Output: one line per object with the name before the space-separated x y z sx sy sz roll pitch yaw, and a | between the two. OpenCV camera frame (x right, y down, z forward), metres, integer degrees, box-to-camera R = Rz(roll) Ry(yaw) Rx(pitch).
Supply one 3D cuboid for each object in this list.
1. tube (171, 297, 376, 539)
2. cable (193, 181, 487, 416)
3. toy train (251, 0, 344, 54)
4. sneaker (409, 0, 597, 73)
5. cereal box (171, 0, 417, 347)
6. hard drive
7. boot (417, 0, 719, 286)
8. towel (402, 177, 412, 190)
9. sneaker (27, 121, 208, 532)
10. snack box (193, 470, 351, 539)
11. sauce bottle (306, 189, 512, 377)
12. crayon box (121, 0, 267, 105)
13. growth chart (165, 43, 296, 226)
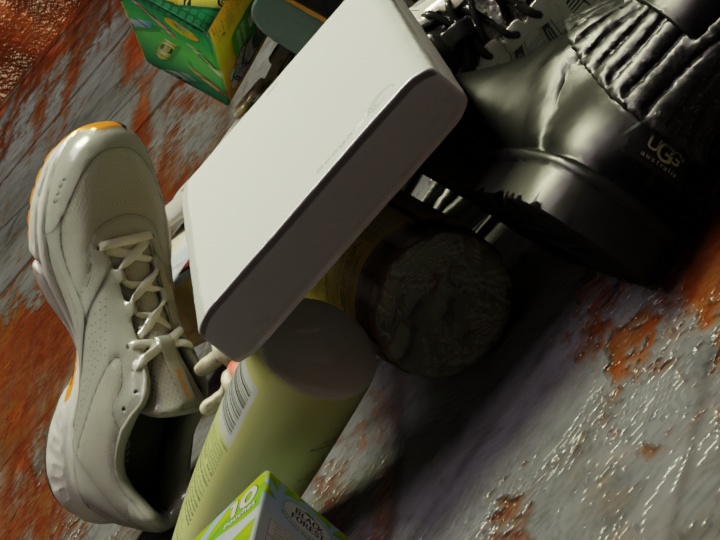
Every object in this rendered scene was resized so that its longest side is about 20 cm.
tube | -0.049 0.093 1.067 0.058 0.052 0.200 -12 -34 -35
cable | 0.000 0.000 1.166 0.200 0.050 0.097 -45 14 22
toy train | 0.007 -0.193 1.321 0.114 0.085 0.200 -55 10 41
sneaker | 0.059 -0.106 1.160 0.088 0.076 0.200 -31 -15 -46
cereal box | -0.045 -0.045 1.355 0.200 0.039 0.144 -57 14 -27
hard drive | -0.020 -0.047 1.049 0.132 0.026 0.200 -49 14 8
boot | 0.100 -0.084 0.996 0.158 0.079 0.211 -59 25 -2
towel | 0.012 -0.078 1.386 0.146 0.022 0.201 -28 27 56
sneaker | -0.104 0.030 1.240 0.075 0.201 0.092 -12 16 -33
snack box | -0.089 0.186 0.977 0.200 0.053 0.142 -45 14 26
sauce bottle | -0.001 -0.010 1.101 0.065 0.065 0.200 -51 25 -1
crayon box | -0.073 -0.170 1.410 0.119 0.058 0.200 -61 -3 -6
growth chart | -0.051 -0.097 1.394 0.200 0.018 0.145 -58 11 -32
